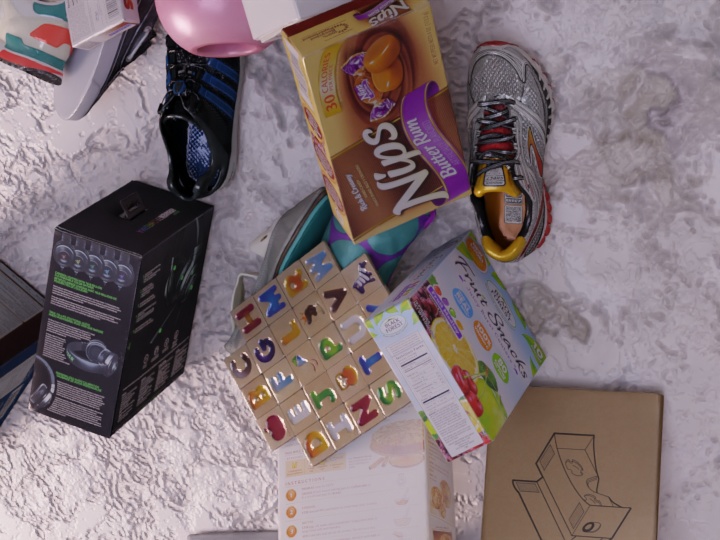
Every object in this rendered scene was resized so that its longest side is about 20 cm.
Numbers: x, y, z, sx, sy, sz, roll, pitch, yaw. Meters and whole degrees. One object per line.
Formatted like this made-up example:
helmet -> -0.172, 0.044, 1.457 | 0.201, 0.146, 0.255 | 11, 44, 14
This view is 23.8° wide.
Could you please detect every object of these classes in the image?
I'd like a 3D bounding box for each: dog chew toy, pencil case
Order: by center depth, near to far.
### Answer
dog chew toy -> -0.122, -0.293, 1.506 | 0.124, 0.124, 0.202 | -4, 85, 20
pencil case -> 0.000, 0.000, 1.579 | 0.092, 0.085, 0.201 | 28, 114, 11

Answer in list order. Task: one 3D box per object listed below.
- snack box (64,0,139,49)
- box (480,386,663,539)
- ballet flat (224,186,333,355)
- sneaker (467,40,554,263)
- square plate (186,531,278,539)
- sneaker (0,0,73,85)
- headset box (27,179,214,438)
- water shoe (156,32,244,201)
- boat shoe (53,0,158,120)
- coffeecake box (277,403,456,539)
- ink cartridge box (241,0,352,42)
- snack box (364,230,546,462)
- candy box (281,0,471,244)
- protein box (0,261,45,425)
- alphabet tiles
snack box -> -0.246, -0.307, 1.548 | 0.072, 0.024, 0.201 | -19, 76, 38
box -> 0.193, 0.208, 1.568 | 0.162, 0.021, 0.202 | 2, 81, 18
ballet flat -> -0.085, 0.002, 1.622 | 0.063, 0.067, 0.201 | 29, 114, 20
sneaker -> 0.131, -0.102, 1.501 | 0.077, 0.082, 0.201 | -4, 105, 20
square plate -> -0.074, 0.362, 1.755 | 0.199, 0.028, 0.200 | -5, 105, 21
sneaker -> -0.337, -0.250, 1.619 | 0.199, 0.070, 0.094 | 29, 94, 33
headset box -> -0.224, 0.026, 1.617 | 0.092, 0.174, 0.201 | 18, 113, 12
water shoe -> -0.150, -0.164, 1.581 | 0.071, 0.079, 0.201 | 2, 108, 18
boat shoe -> -0.224, -0.223, 1.594 | 0.072, 0.067, 0.201 | 50, 122, 41
coffeecake box -> 0.005, 0.202, 1.594 | 0.153, 0.073, 0.201 | -11, 67, 23
ink cartridge box -> -0.042, -0.309, 1.437 | 0.083, 0.146, 0.201 | -12, 96, 57
snack box -> 0.088, 0.062, 1.504 | 0.053, 0.200, 0.143 | -27, 97, 25
candy box -> 0.016, -0.130, 1.426 | 0.116, 0.057, 0.201 | -23, 129, -10
protein box -> -0.429, 0.108, 1.701 | 0.135, 0.200, 0.199 | 39, 115, 4
alphabet tiles -> -0.039, 0.077, 1.561 | 0.200, 0.006, 0.167 | -36, 77, 32
